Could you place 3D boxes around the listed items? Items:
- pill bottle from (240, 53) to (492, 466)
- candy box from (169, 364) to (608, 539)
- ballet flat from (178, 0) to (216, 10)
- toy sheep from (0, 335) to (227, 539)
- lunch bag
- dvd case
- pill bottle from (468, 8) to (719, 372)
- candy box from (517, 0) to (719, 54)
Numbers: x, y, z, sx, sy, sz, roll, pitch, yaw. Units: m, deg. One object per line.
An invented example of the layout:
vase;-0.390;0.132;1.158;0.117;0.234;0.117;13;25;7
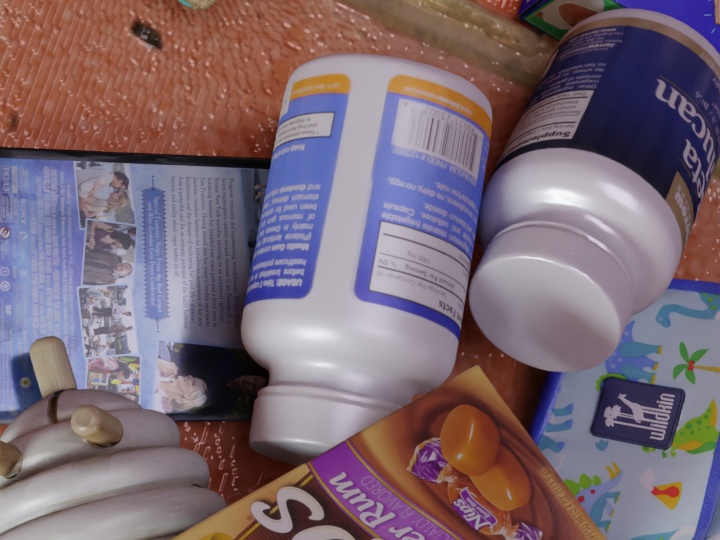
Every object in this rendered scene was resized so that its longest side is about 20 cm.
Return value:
pill bottle;0.000;0.000;0.926;0.112;0.112;0.200;15;75;-20
candy box;0.008;0.137;0.798;0.200;0.056;0.117;-27;74;-35
ballet flat;-0.043;-0.214;1.005;0.200;0.070;0.065;-41;124;-21
toy sheep;-0.125;0.124;0.858;0.138;0.138;0.200;-6;73;-24
lunch bag;0.193;0.103;1.009;0.200;0.127;0.170;19;71;-1
dvd case;-0.101;0.009;0.953;0.200;0.018;0.143;1;79;-22
pill bottle;0.128;-0.043;0.979;0.111;0.111;0.200;39;48;-12
candy box;0.217;-0.185;1.094;0.200;0.077;0.169;27;70;-15
